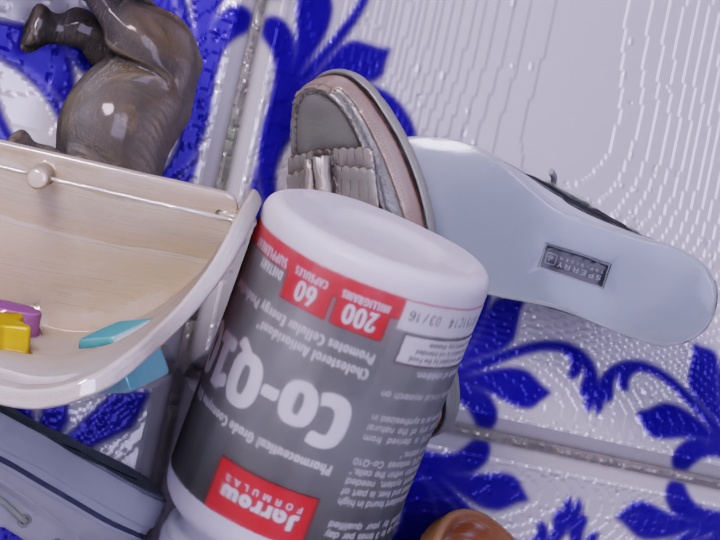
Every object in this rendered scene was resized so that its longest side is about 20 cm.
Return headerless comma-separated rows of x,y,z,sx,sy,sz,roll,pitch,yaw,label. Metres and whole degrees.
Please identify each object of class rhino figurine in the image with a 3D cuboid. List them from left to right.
-0.134,-0.042,0.869,0.087,0.060,0.201,16,87,-21,rhino figurine

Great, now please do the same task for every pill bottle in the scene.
-0.025,0.073,0.856,0.113,0.114,0.201,15,105,-25,pill bottle

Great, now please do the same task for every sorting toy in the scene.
-0.153,0.011,0.754,0.199,0.180,0.107,13,105,-3,sorting toy

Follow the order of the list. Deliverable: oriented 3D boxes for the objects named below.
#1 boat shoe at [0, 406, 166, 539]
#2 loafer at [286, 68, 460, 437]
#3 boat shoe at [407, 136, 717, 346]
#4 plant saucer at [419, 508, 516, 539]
-0.175,0.094,0.833,0.200,0.073,0.067,35,85,-35,boat shoe
0.000,0.000,0.919,0.063,0.072,0.201,-27,107,-45,loafer
0.095,-0.019,0.971,0.198,0.068,0.074,17,96,0,boat shoe
0.073,0.223,0.929,0.037,0.200,0.201,-24,106,21,plant saucer
